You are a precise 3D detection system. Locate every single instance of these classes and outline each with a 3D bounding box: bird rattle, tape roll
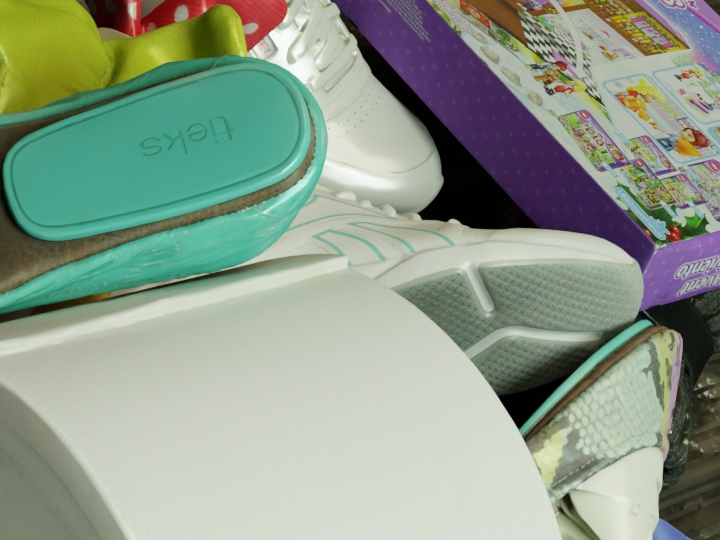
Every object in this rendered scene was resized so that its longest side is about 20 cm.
[{"bbox_3d":[-0.102,-0.038,0.866,0.112,0.164,0.200,28,6,-11],"label":"bird rattle"},{"bbox_3d":[-0.055,0.107,0.744,0.139,0.203,0.203,-14,65,-40],"label":"tape roll"}]

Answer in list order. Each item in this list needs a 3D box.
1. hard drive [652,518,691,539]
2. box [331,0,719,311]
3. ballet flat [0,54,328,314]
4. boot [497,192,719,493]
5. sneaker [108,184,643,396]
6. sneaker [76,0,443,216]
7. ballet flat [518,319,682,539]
[{"bbox_3d":[0.164,0.181,0.888,0.132,0.025,0.200,36,18,-37],"label":"hard drive"},{"bbox_3d":[0.093,-0.074,1.022,0.136,0.039,0.200,-14,52,-39],"label":"box"},{"bbox_3d":[-0.106,-0.011,0.735,0.199,0.070,0.068,-11,69,-7],"label":"ballet flat"},{"bbox_3d":[0.137,0.027,1.029,0.210,0.080,0.158,20,39,-7],"label":"boot"},{"bbox_3d":[0.000,0.000,0.923,0.199,0.071,0.080,-3,44,-3],"label":"sneaker"},{"bbox_3d":[-0.044,-0.095,0.989,0.200,0.100,0.075,38,41,-5],"label":"sneaker"},{"bbox_3d":[0.052,0.096,0.889,0.200,0.069,0.071,-35,64,-24],"label":"ballet flat"}]
